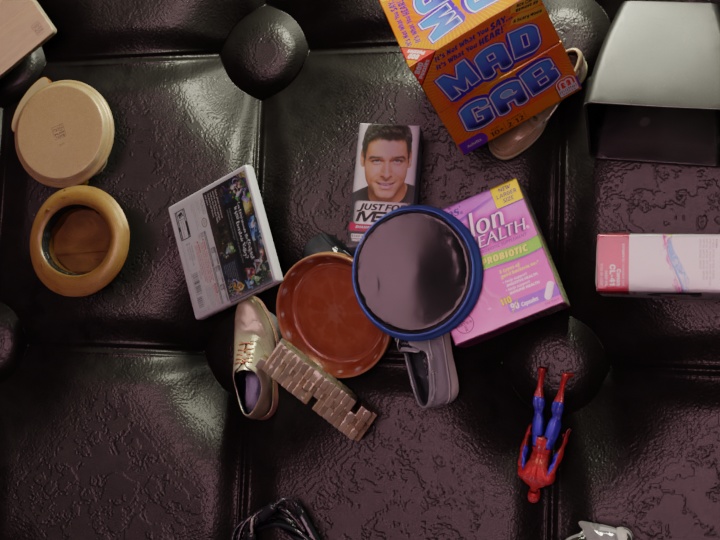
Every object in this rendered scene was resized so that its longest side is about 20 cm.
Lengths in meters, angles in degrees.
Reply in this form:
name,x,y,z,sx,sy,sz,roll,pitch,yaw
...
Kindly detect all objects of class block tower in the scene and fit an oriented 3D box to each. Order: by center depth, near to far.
name,x,y,z,sx,sy,sz,roll,pitch,yaw
block tower,-0.067,0.183,1.659,0.199,0.054,0.058,36,94,-1

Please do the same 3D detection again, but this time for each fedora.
name,x,y,z,sx,sy,sz,roll,pitch,yaw
fedora,-0.462,-0.047,1.805,0.199,0.082,0.203,-2,84,21

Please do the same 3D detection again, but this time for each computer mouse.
name,x,y,z,sx,sy,sz,roll,pitch,yaw
computer mouse,0.000,0.000,1.688,0.140,0.046,0.200,-42,75,9

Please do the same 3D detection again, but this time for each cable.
name,x,y,z,sx,sy,sz,roll,pitch,yaw
cable,-0.125,0.470,1.676,0.163,0.051,0.201,-33,78,11

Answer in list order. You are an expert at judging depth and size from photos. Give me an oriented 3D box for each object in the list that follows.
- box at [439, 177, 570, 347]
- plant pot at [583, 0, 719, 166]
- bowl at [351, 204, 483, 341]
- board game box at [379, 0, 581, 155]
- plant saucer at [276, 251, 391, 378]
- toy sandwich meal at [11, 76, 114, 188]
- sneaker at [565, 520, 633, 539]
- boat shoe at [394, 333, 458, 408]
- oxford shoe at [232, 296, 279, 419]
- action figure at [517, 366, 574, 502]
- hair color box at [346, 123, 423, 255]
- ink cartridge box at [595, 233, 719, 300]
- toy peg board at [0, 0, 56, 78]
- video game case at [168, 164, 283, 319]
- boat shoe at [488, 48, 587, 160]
name,x,y,z,sx,sy,sz,roll,pitch,yaw
box,0.196,-0.009,1.608,0.175,0.097,0.201,-22,79,13
plant pot,0.433,-0.272,1.525,0.198,0.200,0.179,7,76,16
bowl,0.080,0.002,1.571,0.199,0.039,0.203,-1,85,17
board game box,0.170,-0.338,1.556,0.199,0.200,0.201,-29,47,11
plant saucer,-0.039,0.068,1.673,0.199,0.032,0.202,6,105,23
toy sandwich meal,-0.511,-0.235,1.848,0.203,0.070,0.207,-1,86,11
sneaker,0.320,0.460,1.547,0.115,0.075,0.202,12,78,21
boat shoe,0.092,0.111,1.616,0.070,0.071,0.202,-13,93,51
oxford shoe,-0.171,0.138,1.709,0.070,0.074,0.202,-12,81,15
action figure,0.274,0.247,1.587,0.065,0.052,0.202,12,93,22
hair color box,0.040,-0.124,1.664,0.098,0.061,0.202,3,77,10
ink cartridge box,0.437,-0.004,1.513,0.198,0.148,0.086,3,86,17
toy peg board,-0.659,-0.445,1.907,0.199,0.098,0.200,-35,92,10
video game case,-0.222,-0.044,1.737,0.181,0.023,0.202,-24,74,30
boat shoe,0.266,-0.256,1.628,0.200,0.065,0.072,-47,75,7
